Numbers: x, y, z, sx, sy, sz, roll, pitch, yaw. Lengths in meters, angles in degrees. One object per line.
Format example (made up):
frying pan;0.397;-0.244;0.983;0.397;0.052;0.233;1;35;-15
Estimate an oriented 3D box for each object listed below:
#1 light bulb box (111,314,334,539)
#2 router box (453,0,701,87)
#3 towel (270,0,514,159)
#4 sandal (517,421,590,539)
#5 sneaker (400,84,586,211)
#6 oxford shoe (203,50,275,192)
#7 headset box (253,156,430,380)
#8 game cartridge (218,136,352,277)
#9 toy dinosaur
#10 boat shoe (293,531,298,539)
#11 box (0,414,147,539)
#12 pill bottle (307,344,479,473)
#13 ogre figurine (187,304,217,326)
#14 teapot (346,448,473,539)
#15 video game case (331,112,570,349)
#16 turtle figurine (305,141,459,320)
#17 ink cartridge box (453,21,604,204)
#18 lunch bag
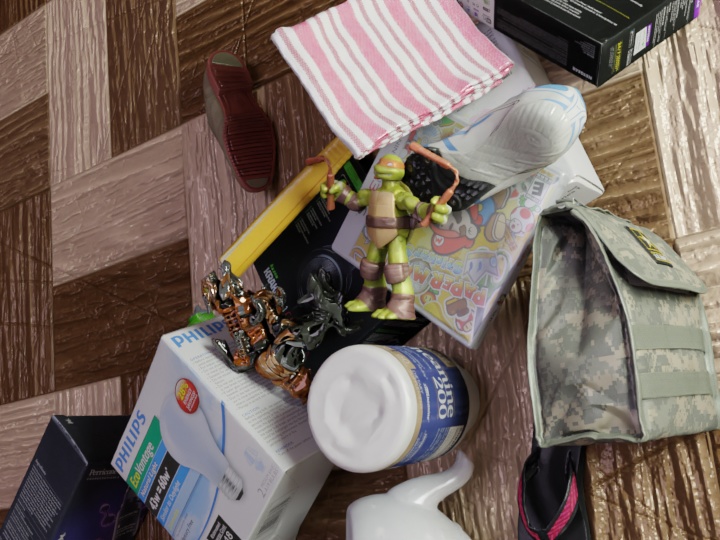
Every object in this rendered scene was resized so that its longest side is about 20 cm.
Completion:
light bulb box;-0.143;0.190;0.947;0.199;0.124;0.200;40;120;22
router box;0.201;-0.269;0.830;0.148;0.052;0.200;-34;54;-20
towel;0.032;-0.202;0.811;0.147;0.198;0.030;53;154;13
sandal;0.180;0.208;0.832;0.074;0.045;0.205;0;83;37
sneaker;0.118;-0.107;0.789;0.198;0.072;0.073;-20;99;43
oxford shoe;-0.163;-0.187;1.156;0.075;0.069;0.204;-42;58;56
headset box;0.000;0.000;0.972;0.200;0.092;0.176;-41;62;25
game cartridge;-0.073;-0.082;0.978;0.200;0.176;0.032;-44;98;4
toy dinosaur;-0.073;0.067;0.890;0.135;0.200;0.102;-40;25;6
boat shoe;-0.137;0.331;1.050;0.075;0.061;0.202;45;110;35
box;-0.373;0.306;1.182;0.104;0.147;0.202;37;106;35
pill bottle;0.044;0.130;0.846;0.109;0.199;0.114;-3;83;29
ogre figurine;-0.170;0.123;1.091;0.200;0.096;0.122;41;127;50
teapot;0.061;0.316;0.849;0.199;0.143;0.203;-97;7;-49
video game case;0.080;-0.054;0.851;0.199;0.023;0.184;35;103;33
turtle figurine;0.019;-0.041;0.833;0.198;0.064;0.165;11;101;42
ink cartridge box;0.136;-0.132;0.890;0.144;0.083;0.203;-33;65;28
lunch bag;0.223;0.042;0.748;0.116;0.162;0.204;-14;75;40
